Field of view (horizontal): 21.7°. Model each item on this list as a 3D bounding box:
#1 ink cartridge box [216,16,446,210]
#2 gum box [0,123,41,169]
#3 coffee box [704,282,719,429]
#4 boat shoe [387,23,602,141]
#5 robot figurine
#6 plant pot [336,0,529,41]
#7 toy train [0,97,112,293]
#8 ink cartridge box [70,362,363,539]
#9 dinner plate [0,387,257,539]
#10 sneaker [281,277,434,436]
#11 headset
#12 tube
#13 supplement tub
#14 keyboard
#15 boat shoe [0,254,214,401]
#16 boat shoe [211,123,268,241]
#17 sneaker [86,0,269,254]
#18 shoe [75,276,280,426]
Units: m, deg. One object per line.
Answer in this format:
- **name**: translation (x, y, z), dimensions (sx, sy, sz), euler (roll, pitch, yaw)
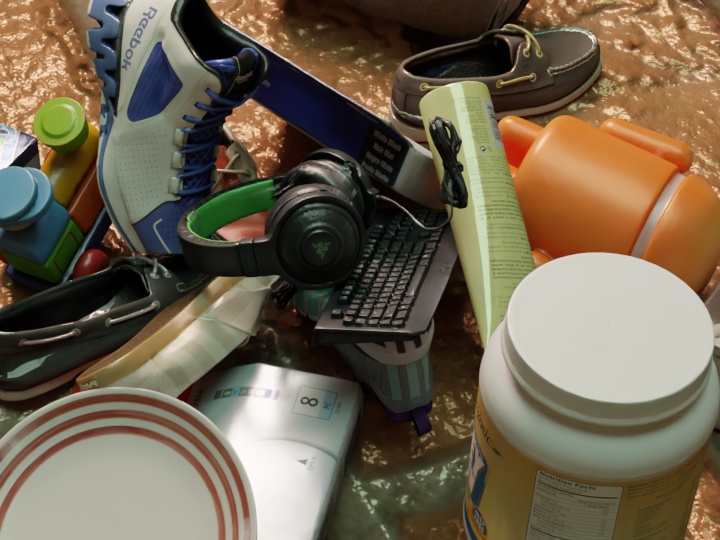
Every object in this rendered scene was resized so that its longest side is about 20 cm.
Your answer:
- **ink cartridge box**: translation (-0.020, -0.111, 1.389), dimensions (0.200, 0.200, 0.041), euler (34, 94, 28)
- **gum box**: translation (-0.372, -0.070, 1.415), dimensions (0.200, 0.045, 0.170), euler (21, 47, 18)
- **coffee box**: translation (0.315, 0.033, 1.324), dimensions (0.113, 0.080, 0.200), euler (26, 49, 23)
- **boat shoe**: translation (0.114, -0.164, 1.527), dimensions (0.200, 0.060, 0.072), euler (-19, 48, -21)
- **robot figurine**: translation (0.176, -0.036, 1.358), dimensions (0.200, 0.117, 0.144), euler (26, 27, 13)
- **plant pot**: translation (0.050, -0.280, 1.578), dimensions (0.200, 0.187, 0.187), euler (35, 52, 12)
- **toy train**: translation (-0.200, -0.089, 1.356), dimensions (0.085, 0.116, 0.200), euler (20, 69, 20)
- **ink cartridge box**: translation (-0.112, 0.124, 1.231), dimensions (0.200, 0.047, 0.160), euler (12, 45, 6)
- **dinner plate**: translation (-0.158, 0.170, 1.157), dimensions (0.200, 0.024, 0.200), euler (-4, 68, 11)
- **sneaker**: translation (-0.003, 0.046, 1.312), dimensions (0.074, 0.088, 0.200), euler (-15, 23, -12)
- **headset**: translation (-0.027, -0.049, 1.258), dimensions (0.200, 0.094, 0.124), euler (-6, 24, 11)
- **tube**: translation (0.087, -0.031, 1.295), dimensions (0.058, 0.052, 0.200), euler (-13, 74, -6)
- **supplement tub**: translation (0.141, 0.102, 1.158), dimensions (0.144, 0.200, 0.145), euler (2, 44, -2)
- **keyboard**: translation (0.000, 0.000, 1.279), dimensions (0.127, 0.021, 0.200), euler (-3, 23, 14)
- **boat shoe**: translation (-0.177, 0.024, 1.313), dimensions (0.200, 0.057, 0.067), euler (-29, 40, -30)
- **boat shoe**: translation (-0.112, -0.074, 1.422), dimensions (0.071, 0.063, 0.200), euler (-17, 49, -22)
- **sneaker**: translation (-0.122, -0.108, 1.309), dimensions (0.115, 0.200, 0.081), euler (-1, 11, 36)
- **shoe**: translation (-0.113, 0.047, 1.270), dimensions (0.053, 0.070, 0.200), euler (56, 46, -6)
